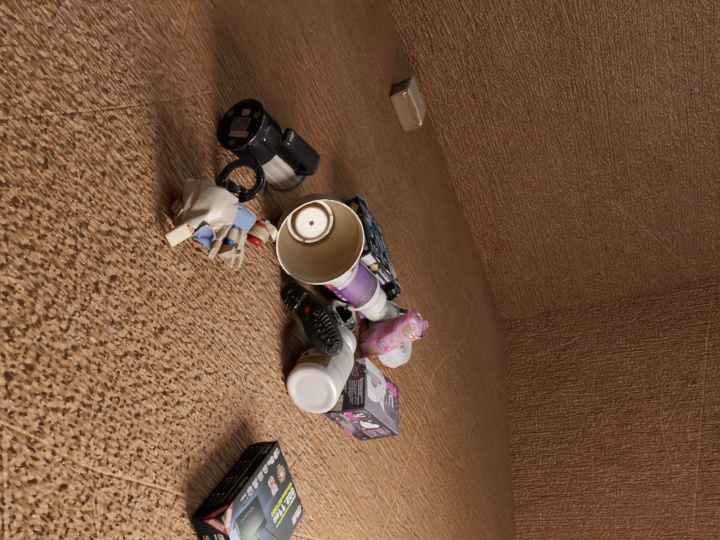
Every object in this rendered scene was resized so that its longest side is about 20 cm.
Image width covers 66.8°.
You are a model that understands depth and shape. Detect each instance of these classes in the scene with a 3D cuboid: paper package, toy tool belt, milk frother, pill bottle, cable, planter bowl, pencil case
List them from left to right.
[{"bbox_3d":[-0.250,-0.065,0.970,0.200,0.124,0.124,39,73,-52],"label":"toy tool belt"},{"bbox_3d":[-0.205,-0.214,1.152,0.201,0.180,0.188,-56,146,-3],"label":"milk frother"},{"bbox_3d":[-0.103,-0.089,1.248,0.202,0.198,0.135,61,-1,-31],"label":"planter bowl"},{"bbox_3d":[-0.076,0.206,1.197,0.116,0.113,0.200,68,23,-18],"label":"pill bottle"},{"bbox_3d":[-0.019,0.034,1.413,0.200,0.110,0.113,44,37,-39],"label":"pill bottle"},{"bbox_3d":[0.092,0.196,1.676,0.200,0.068,0.203,-18,94,-68],"label":"cable"},{"bbox_3d":[0.088,0.177,1.504,0.087,0.199,0.088,32,44,-36],"label":"pencil case"},{"bbox_3d":[0.226,-0.785,2.570,0.192,0.102,0.201,63,25,-29],"label":"paper package"}]

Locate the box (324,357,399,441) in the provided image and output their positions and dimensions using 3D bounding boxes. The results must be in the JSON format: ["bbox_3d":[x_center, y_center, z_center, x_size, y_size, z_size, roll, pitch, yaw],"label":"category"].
[{"bbox_3d":[0.009,0.317,1.337,0.200,0.113,0.134,51,32,-47],"label":"box"}]

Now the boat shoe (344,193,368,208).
[{"bbox_3d":[-0.008,-0.195,1.660,0.076,0.061,0.200,66,12,1],"label":"boat shoe"}]

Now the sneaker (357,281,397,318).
[{"bbox_3d":[0.054,0.074,1.611,0.070,0.098,0.200,70,26,-13],"label":"sneaker"}]

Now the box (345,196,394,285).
[{"bbox_3d":[0.026,-0.082,1.520,0.159,0.045,0.202,47,25,-52],"label":"box"}]

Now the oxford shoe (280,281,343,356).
[{"bbox_3d":[-0.088,0.105,1.179,0.201,0.073,0.084,52,12,32],"label":"oxford shoe"}]

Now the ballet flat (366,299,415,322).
[{"bbox_3d":[0.095,0.124,1.566,0.198,0.069,0.071,13,62,-43],"label":"ballet flat"}]

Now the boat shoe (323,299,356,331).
[{"bbox_3d":[-0.047,0.119,1.379,0.200,0.070,0.073,26,53,-64],"label":"boat shoe"}]

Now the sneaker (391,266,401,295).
[{"bbox_3d":[0.070,0.000,1.766,0.081,0.073,0.201,-101,168,-50],"label":"sneaker"}]

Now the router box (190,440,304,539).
[{"bbox_3d":[-0.176,0.403,0.898,0.200,0.061,0.152,-45,120,-65],"label":"router box"}]
